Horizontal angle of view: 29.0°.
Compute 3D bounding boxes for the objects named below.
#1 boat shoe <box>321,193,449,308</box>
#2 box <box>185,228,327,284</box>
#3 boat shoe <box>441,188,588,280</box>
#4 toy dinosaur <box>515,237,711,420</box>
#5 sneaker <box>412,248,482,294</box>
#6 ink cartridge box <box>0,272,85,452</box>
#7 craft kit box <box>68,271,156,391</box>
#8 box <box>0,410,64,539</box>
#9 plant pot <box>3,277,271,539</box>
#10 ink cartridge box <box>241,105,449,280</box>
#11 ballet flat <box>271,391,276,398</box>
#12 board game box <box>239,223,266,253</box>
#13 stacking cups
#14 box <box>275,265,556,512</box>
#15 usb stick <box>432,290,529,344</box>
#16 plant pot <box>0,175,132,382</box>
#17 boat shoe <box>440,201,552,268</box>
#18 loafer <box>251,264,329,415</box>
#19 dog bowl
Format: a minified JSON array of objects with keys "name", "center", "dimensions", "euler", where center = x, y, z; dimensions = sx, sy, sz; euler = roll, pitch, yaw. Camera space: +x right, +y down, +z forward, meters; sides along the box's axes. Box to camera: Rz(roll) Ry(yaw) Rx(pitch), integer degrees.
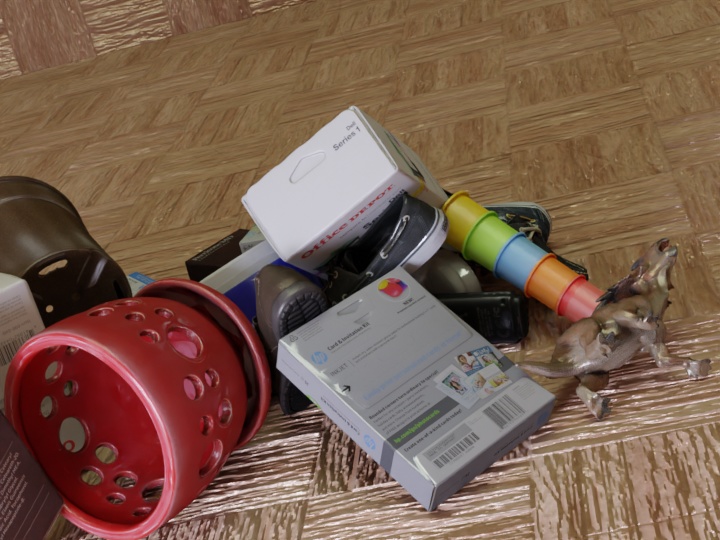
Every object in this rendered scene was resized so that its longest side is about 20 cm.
[{"name":"boat shoe","center":[0.000,0.000,1.345],"dimensions":[0.200,0.056,0.069],"euler":[-44,30,23]},{"name":"box","center":[-0.101,0.006,1.632],"dimensions":[0.199,0.076,0.100],"euler":[4,28,44]},{"name":"boat shoe","center":[0.156,-0.032,1.480],"dimensions":[0.199,0.061,0.074],"euler":[23,9,29]},{"name":"toy dinosaur","center":[0.224,0.059,1.267],"dimensions":[0.198,0.087,0.136],"euler":[-24,23,-9]},{"name":"sneaker","center":[0.044,0.027,1.495],"dimensions":[0.115,0.074,0.200],"euler":[-27,16,-19]},{"name":"ink cartridge box","center":[-0.364,0.124,1.356],"dimensions":[0.145,0.202,0.085],"euler":[-27,19,-27]},{"name":"craft kit box","center":[-0.303,0.077,1.642],"dimensions":[0.196,0.049,0.199],"euler":[-24,23,-26]},{"name":"box","center":[-0.387,0.192,1.169],"dimensions":[0.164,0.201,0.165],"euler":[-3,40,27]},{"name":"plant pot","center":[-0.194,0.118,1.271],"dimensions":[0.199,0.203,0.182],"euler":[-1,17,32]},{"name":"ink cartridge box","center":[-0.008,-0.066,1.390],"dimensions":[0.144,0.084,0.200],"euler":[-39,-19,10]},{"name":"ballet flat","center":[-0.075,0.097,1.429],"dimensions":[0.198,0.047,0.067],"euler":[-16,21,1]},{"name":"board game box","center":[-0.023,-0.057,1.582],"dimensions":[0.198,0.035,0.135],"euler":[-9,21,19]},{"name":"stacking cups","center":[0.167,-0.009,1.400],"dimensions":[0.199,0.061,0.060],"euler":[33,45,26]},{"name":"box","center":[0.047,0.098,1.224],"dimensions":[0.155,0.041,0.200],"euler":[-31,58,-33]},{"name":"usb stick","center":[0.076,0.050,1.425],"dimensions":[0.198,0.056,0.033],"euler":[-3,14,29]},{"name":"plant pot","center":[-0.357,0.019,1.529],"dimensions":[0.199,0.202,0.198],"euler":[-26,31,-24]},{"name":"boat shoe","center":[0.116,-0.035,1.577],"dimensions":[0.198,0.072,0.091],"euler":[-8,19,14]},{"name":"loafer","center":[-0.062,0.060,1.317],"dimensions":[0.073,0.201,0.071],"euler":[-27,56,-20]},{"name":"dog bowl","center":[-0.135,0.044,1.443],"dimensions":[0.199,0.079,0.200],"euler":[-34,0,0]}]
